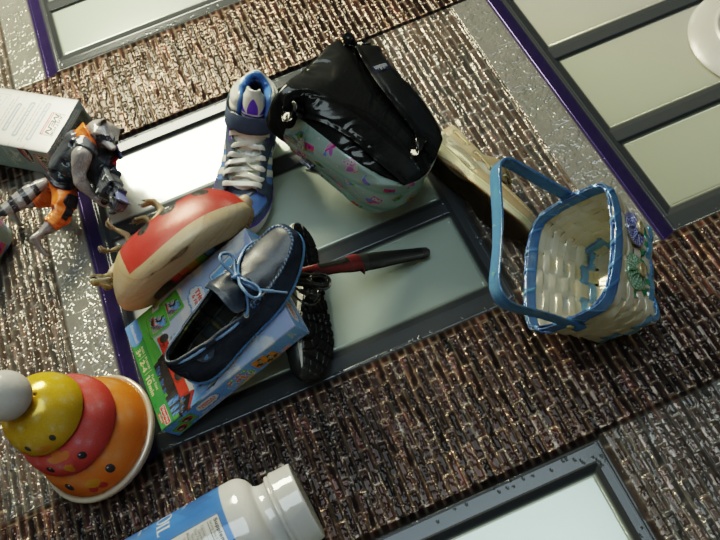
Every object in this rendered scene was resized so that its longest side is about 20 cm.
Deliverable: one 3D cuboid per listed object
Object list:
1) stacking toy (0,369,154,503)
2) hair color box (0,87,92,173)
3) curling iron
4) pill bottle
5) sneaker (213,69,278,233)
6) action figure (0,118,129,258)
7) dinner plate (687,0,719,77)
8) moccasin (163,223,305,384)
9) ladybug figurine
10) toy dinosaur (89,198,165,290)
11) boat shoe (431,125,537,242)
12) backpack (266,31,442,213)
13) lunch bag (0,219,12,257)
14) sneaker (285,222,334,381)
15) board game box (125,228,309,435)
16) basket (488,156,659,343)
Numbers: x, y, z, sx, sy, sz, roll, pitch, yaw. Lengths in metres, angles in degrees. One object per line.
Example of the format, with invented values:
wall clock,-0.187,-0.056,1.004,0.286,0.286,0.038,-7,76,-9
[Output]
stacking toy,-0.326,0.155,0.827,0.146,0.200,0.147,-9,62,18
hair color box,-0.502,-0.206,1.150,0.199,0.061,0.099,11,63,16
curling iron,0.000,0.000,0.932,0.199,0.026,0.050,-15,60,-33
pill bottle,-0.141,0.278,0.786,0.200,0.112,0.112,-28,60,-8
sneaker,-0.147,-0.160,1.008,0.080,0.147,0.201,7,57,0
action figure,-0.376,-0.115,1.029,0.194,0.105,0.200,-53,36,-2
dinner plate,0.551,-0.326,1.073,0.199,0.024,0.201,-4,61,7
moccasin,-0.131,0.035,0.840,0.080,0.068,0.200,31,87,34
ladybug figurine,-0.215,-0.032,0.941,0.200,0.136,0.072,-37,86,-2
toy dinosaur,-0.264,-0.037,1.030,0.200,0.058,0.101,-26,76,-21
boat shoe,0.157,-0.115,0.989,0.065,0.072,0.200,-37,56,-11
backpack,0.002,-0.170,0.981,0.200,0.127,0.167,40,67,1
lunch bag,-0.582,-0.046,1.060,0.199,0.077,0.161,21,66,20
sneaker,-0.090,0.047,0.947,0.087,0.076,0.201,-21,57,20
board game box,-0.171,0.069,0.912,0.200,0.037,0.152,-38,57,11
basket,0.221,-0.018,0.852,0.199,0.139,0.177,17,62,-22
